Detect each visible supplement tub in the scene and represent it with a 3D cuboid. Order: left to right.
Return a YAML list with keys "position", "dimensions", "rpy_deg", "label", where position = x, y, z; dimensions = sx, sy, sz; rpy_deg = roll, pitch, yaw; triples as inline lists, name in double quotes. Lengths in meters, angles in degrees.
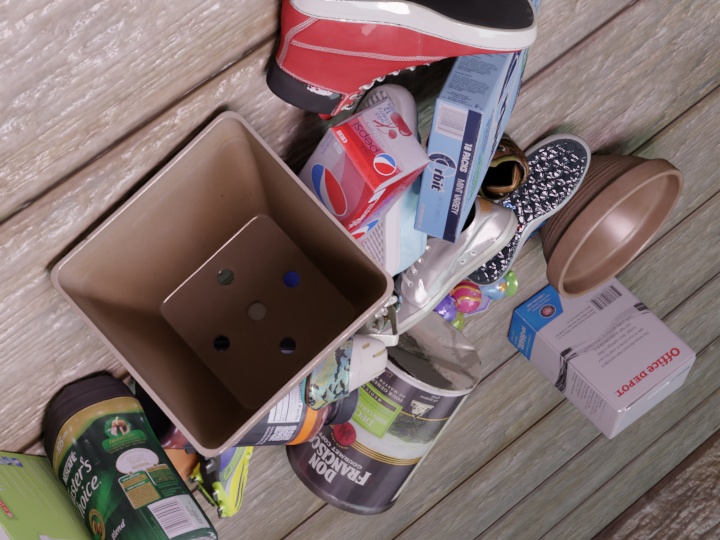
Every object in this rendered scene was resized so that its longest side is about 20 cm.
- position: [-0.102, 0.112, 1.483]
  dimensions: [0.200, 0.107, 0.107]
  rpy_deg: [2, 133, -33]
  label: "supplement tub"

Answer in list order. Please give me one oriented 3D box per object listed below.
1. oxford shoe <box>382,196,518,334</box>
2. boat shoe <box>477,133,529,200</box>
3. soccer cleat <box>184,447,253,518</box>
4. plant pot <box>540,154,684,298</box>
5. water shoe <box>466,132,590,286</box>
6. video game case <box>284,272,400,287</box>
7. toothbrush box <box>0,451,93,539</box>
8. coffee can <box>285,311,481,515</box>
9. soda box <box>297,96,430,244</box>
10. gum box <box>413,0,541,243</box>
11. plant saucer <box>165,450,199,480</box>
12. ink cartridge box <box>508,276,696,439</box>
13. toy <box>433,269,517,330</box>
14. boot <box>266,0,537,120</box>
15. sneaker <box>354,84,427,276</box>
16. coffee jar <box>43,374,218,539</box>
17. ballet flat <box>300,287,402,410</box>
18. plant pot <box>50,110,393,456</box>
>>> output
- position: [0.068, -0.004, 1.585]
  dimensions: [0.200, 0.075, 0.058]
  rpy_deg: [-42, 116, 16]
  label: "oxford shoe"
- position: [0.133, -0.100, 1.619]
  dimensions: [0.072, 0.068, 0.200]
  rpy_deg: [-52, 157, 14]
  label: "boat shoe"
- position: [-0.131, 0.189, 1.607]
  dimensions: [0.084, 0.065, 0.200]
  rpy_deg: [-37, 155, -21]
  label: "soccer cleat"
- position: [0.280, -0.070, 1.876]
  dimensions: [0.201, 0.093, 0.201]
  rpy_deg: [-34, 154, -19]
  label: "plant pot"
- position: [0.177, -0.075, 1.762]
  dimensions: [0.200, 0.071, 0.079]
  rpy_deg: [-51, -177, 12]
  label: "water shoe"
- position: [0.000, 0.000, 1.601]
  dimensions: [0.200, 0.045, 0.181]
  rpy_deg: [-47, 157, 6]
  label: "video game case"
- position: [-0.297, 0.239, 1.398]
  dimensions: [0.086, 0.146, 0.200]
  rpy_deg: [-47, 157, 9]
  label: "toothbrush box"
- position: [0.024, 0.152, 1.770]
  dimensions: [0.146, 0.146, 0.200]
  rpy_deg: [-12, 141, -51]
  label: "coffee can"
- position: [-0.012, -0.070, 1.364]
  dimensions: [0.063, 0.070, 0.200]
  rpy_deg: [-31, 172, -25]
  label: "soda box"
- position: [0.107, -0.153, 1.400]
  dimensions: [0.170, 0.044, 0.200]
  rpy_deg: [98, 15, -52]
  label: "gum box"
- position: [-0.211, 0.184, 1.590]
  dimensions: [0.200, 0.032, 0.200]
  rpy_deg: [-36, 156, -19]
  label: "plant saucer"
- position: [0.315, 0.101, 2.082]
  dimensions: [0.146, 0.200, 0.084]
  rpy_deg: [-33, 154, -23]
  label: "ink cartridge box"
- position: [0.115, 0.038, 1.849]
  dimensions: [0.200, 0.047, 0.115]
  rpy_deg: [-20, 145, -45]
  label: "toy"
- position: [0.030, -0.172, 1.251]
  dimensions: [0.200, 0.072, 0.144]
  rpy_deg: [5, 141, -11]
  label: "boot"
- position: [0.035, -0.088, 1.453]
  dimensions: [0.082, 0.074, 0.200]
  rpy_deg: [-27, 138, -38]
  label: "sneaker"
- position: [-0.207, 0.192, 1.396]
  dimensions: [0.085, 0.200, 0.104]
  rpy_deg: [-15, 142, -30]
  label: "coffee jar"
- position: [-0.001, 0.064, 1.463]
  dimensions: [0.074, 0.074, 0.200]
  rpy_deg: [-60, -176, 33]
  label: "ballet flat"
- position: [-0.101, 0.023, 1.316]
  dimensions: [0.200, 0.200, 0.177]
  rpy_deg: [-43, 169, -3]
  label: "plant pot"
